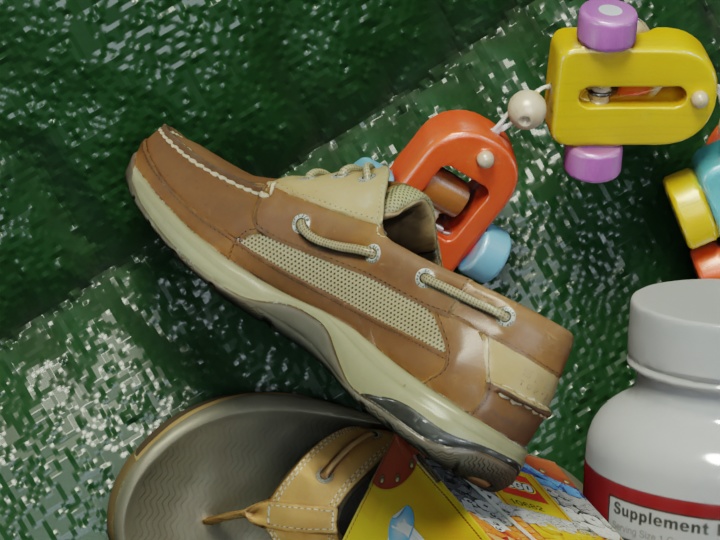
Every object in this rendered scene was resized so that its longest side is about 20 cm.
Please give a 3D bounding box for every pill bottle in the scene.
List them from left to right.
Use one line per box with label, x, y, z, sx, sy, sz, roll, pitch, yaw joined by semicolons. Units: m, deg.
pill bottle;0.138;0.110;1.139;0.111;0.112;0.201;1;102;-10

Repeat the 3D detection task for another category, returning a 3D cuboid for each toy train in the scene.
toy train;0.097;-0.031;1.165;0.199;0.056;0.151;23;115;-21

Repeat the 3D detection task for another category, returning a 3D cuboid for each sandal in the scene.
sandal;0.003;0.094;1.152;0.199;0.054;0.081;9;93;-12

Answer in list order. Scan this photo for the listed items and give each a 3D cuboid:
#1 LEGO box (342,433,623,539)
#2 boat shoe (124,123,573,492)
LEGO box;0.029;0.181;1.088;0.077;0.149;0.201;17;107;-30
boat shoe;0.000;0.000;1.094;0.200;0.076;0.074;37;94;29
